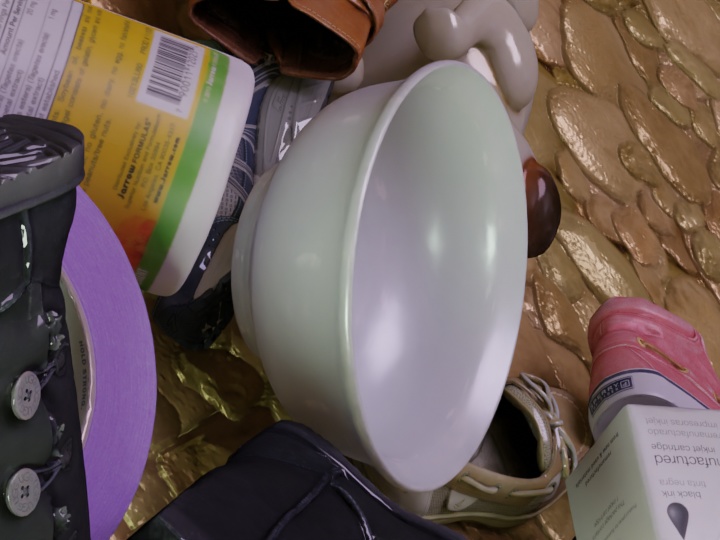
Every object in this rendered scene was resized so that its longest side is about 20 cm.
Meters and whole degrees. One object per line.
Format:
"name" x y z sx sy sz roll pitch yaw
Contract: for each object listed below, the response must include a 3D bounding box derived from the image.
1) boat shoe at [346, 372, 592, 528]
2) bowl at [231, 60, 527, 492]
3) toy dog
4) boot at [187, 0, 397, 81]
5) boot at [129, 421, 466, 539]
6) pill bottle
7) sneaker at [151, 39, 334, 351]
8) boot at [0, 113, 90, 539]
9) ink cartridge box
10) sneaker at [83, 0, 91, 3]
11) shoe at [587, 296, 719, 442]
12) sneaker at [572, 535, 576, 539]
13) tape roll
"boat shoe" 0.069 0.089 1.552 0.200 0.063 0.073 -2 62 -53
"bowl" 0.000 0.000 1.413 0.201 0.090 0.202 5 90 -65
"toy dog" 0.038 -0.080 1.628 0.194 0.139 0.201 72 10 -48
"boot" -0.074 -0.169 1.544 0.199 0.077 0.156 20 42 -3
"boot" -0.012 0.142 1.251 0.165 0.066 0.200 35 12 5
"pill bottle" -0.156 -0.072 1.321 0.199 0.111 0.111 20 40 -8
"sneaker" -0.081 -0.040 1.487 0.086 0.078 0.200 24 40 -5
"boot" -0.160 0.060 1.078 0.065 0.201 0.164 21 27 37
"ink cartridge box" 0.197 0.174 1.493 0.146 0.083 0.201 4 54 -22
"sneaker" -0.160 -0.102 1.416 0.073 0.077 0.201 16 53 -46
"shoe" 0.198 0.097 1.670 0.200 0.071 0.091 40 30 -28
"sneaker" 0.182 0.211 1.551 0.078 0.075 0.201 -16 71 -22
"tape roll" -0.180 0.042 1.199 0.199 0.066 0.201 9 75 -38
